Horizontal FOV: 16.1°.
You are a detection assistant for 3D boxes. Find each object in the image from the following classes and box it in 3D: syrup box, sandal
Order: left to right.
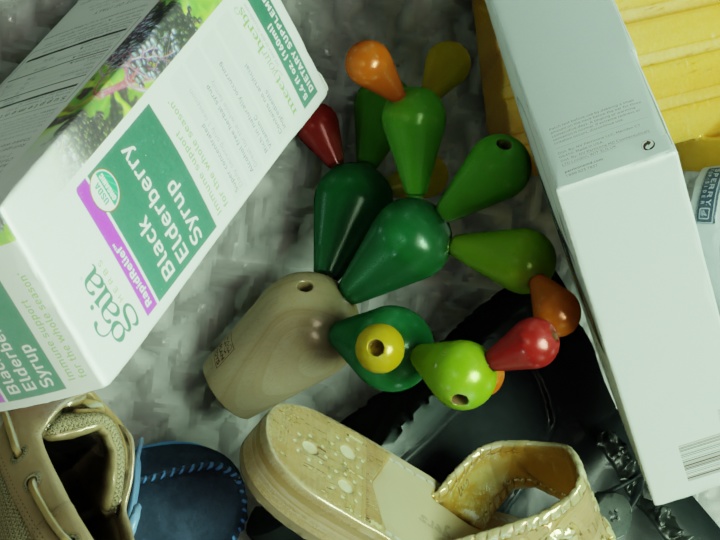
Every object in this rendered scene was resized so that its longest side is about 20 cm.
[{"bbox_3d":[-0.097,-0.039,0.953,0.079,0.081,0.200,60,37,-23],"label":"syrup box"},{"bbox_3d":[0.058,0.096,1.000,0.211,0.078,0.070,27,122,-24],"label":"sandal"}]

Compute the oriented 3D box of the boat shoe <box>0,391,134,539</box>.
[{"bbox_3d":[-0.111,0.075,0.937,0.064,0.200,0.071,-38,125,13],"label":"boat shoe"}]

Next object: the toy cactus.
[{"bbox_3d":[0.000,0.000,1.033,0.165,0.201,0.102,-39,138,18],"label":"toy cactus"}]

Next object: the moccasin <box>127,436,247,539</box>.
[{"bbox_3d":[-0.122,0.133,1.006,0.199,0.068,0.081,-29,110,-27],"label":"moccasin"}]

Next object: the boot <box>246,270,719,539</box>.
[{"bbox_3d":[0.065,0.118,1.100,0.200,0.076,0.169,-38,100,-35],"label":"boot"}]

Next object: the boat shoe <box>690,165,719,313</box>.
[{"bbox_3d":[0.207,0.030,1.152,0.201,0.090,0.071,67,37,-51],"label":"boat shoe"}]

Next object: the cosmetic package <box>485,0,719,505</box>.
[{"bbox_3d":[0.103,-0.025,1.029,0.051,0.151,0.201,-17,136,5],"label":"cosmetic package"}]

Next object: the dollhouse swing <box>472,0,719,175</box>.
[{"bbox_3d":[0.169,-0.138,1.118,0.175,0.181,0.202,-19,106,-50],"label":"dollhouse swing"}]
